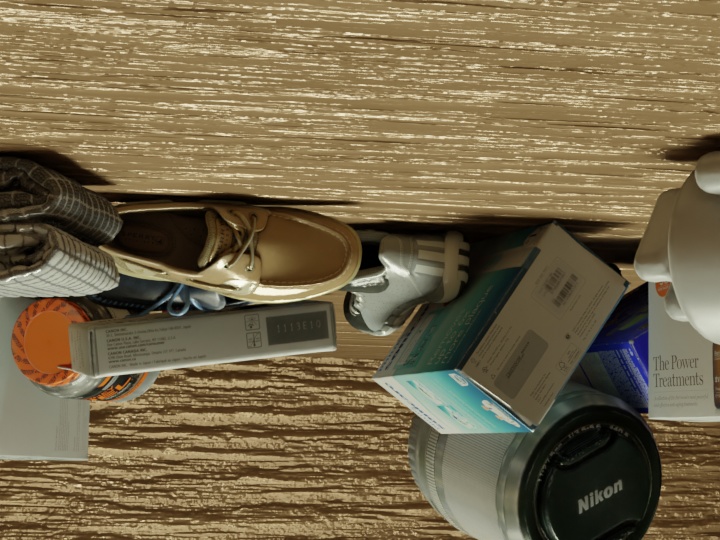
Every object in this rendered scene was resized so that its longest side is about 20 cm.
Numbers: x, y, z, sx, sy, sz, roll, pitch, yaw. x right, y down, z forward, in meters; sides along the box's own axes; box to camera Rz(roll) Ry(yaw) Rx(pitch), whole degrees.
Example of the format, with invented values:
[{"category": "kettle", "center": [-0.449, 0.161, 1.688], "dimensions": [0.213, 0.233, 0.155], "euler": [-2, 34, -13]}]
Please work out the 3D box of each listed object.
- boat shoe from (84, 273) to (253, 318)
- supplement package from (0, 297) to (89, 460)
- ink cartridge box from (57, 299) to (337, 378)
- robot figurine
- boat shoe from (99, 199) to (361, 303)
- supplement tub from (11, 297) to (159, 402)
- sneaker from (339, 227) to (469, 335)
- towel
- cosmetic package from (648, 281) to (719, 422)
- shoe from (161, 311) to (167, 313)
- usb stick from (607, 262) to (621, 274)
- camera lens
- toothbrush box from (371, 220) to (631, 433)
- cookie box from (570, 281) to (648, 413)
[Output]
[{"category": "boat shoe", "center": [-0.117, -0.009, 1.468], "dimensions": [0.198, 0.085, 0.069], "euler": [-11, -163, -18]}, {"category": "supplement package", "center": [-0.437, 0.130, 2.293], "dimensions": [0.146, 0.193, 0.200], "euler": [-2, 173, 26]}, {"category": "ink cartridge box", "center": [-0.138, 0.052, 1.547], "dimensions": [0.198, 0.044, 0.173], "euler": [-6, -177, -19]}, {"category": "robot figurine", "center": [0.260, -0.014, 1.117], "dimensions": [0.199, 0.114, 0.170], "euler": [-3, 144, 42]}, {"category": "boat shoe", "center": [-0.098, -0.015, 1.389], "dimensions": [0.198, 0.072, 0.065], "euler": [2, 175, 1]}, {"category": "supplement tub", "center": [-0.315, 0.088, 2.198], "dimensions": [0.121, 0.124, 0.200], "euler": [-1, 174, 17]}, {"category": "sneaker", "center": [0.000, 0.000, 1.582], "dimensions": [0.115, 0.076, 0.200], "euler": [9, 161, -23]}, {"category": "towel", "center": [-0.272, -0.027, 1.270], "dimensions": [0.198, 0.086, 0.166], "euler": [-1, 176, 7]}, {"category": "cosmetic package", "center": [0.283, 0.034, 1.405], "dimensions": [0.051, 0.152, 0.200], "euler": [5, 173, -23]}, {"category": "shoe", "center": [-0.136, 0.026, 1.704], "dimensions": [0.071, 0.092, 0.200], "euler": [0, 174, 15]}, {"category": "usb stick", "center": [0.187, 0.039, 1.687], "dimensions": [0.055, 0.033, 0.200], "euler": [-31, -175, 28]}, {"category": "camera lens", "center": [0.150, 0.168, 1.647], "dimensions": [0.159, 0.161, 0.200], "euler": [4, -172, -29]}, {"category": "toothbrush box", "center": [0.109, 0.050, 1.543], "dimensions": [0.085, 0.147, 0.200], "euler": [38, 166, -11]}, {"category": "cookie box", "center": [0.271, 0.057, 1.680], "dimensions": [0.170, 0.076, 0.200], "euler": [-29, -175, -19]}]
